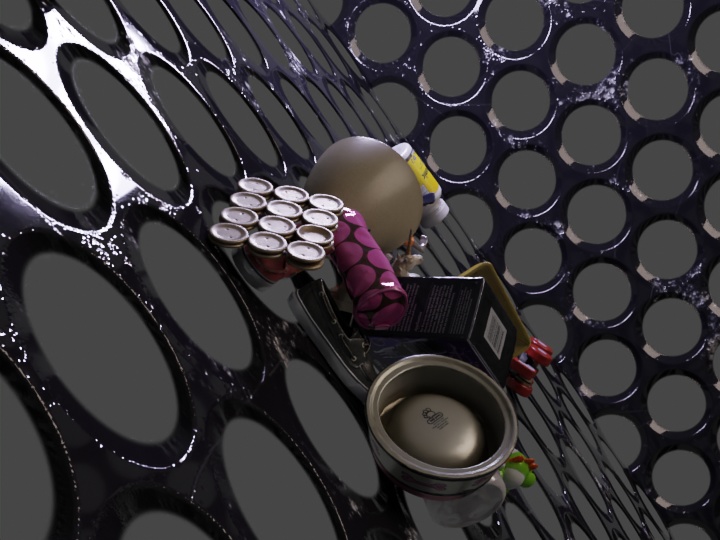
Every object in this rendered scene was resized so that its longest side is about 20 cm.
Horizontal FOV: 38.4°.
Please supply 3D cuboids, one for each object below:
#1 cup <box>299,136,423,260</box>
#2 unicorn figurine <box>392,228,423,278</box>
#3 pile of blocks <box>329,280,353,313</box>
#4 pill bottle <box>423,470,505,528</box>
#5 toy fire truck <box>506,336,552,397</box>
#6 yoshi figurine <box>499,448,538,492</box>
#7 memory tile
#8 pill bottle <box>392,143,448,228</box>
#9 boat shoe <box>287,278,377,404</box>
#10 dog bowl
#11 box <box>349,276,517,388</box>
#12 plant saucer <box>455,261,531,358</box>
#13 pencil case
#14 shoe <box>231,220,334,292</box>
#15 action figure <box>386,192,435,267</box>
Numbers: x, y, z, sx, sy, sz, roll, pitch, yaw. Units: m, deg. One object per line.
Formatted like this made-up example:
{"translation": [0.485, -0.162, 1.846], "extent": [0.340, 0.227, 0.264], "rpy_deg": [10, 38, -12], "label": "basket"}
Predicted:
{"translation": [-0.019, -0.093, 1.643], "extent": [0.201, 0.200, 0.143], "rpy_deg": [54, 38, -6], "label": "cup"}
{"translation": [0.076, 0.023, 1.706], "extent": [0.136, 0.200, 0.075], "rpy_deg": [17, 57, -33], "label": "unicorn figurine"}
{"translation": [-0.003, 0.030, 1.592], "extent": [0.200, 0.062, 0.083], "rpy_deg": [29, 75, -68], "label": "pile of blocks"}
{"translation": [0.118, 0.244, 1.434], "extent": [0.112, 0.112, 0.201], "rpy_deg": [43, 18, -44], "label": "pill bottle"}
{"translation": [0.356, 0.200, 2.445], "extent": [0.167, 0.113, 0.200], "rpy_deg": [33, 11, 6], "label": "toy fire truck"}
{"translation": [0.191, 0.315, 1.627], "extent": [0.199, 0.113, 0.111], "rpy_deg": [26, -11, -38], "label": "yoshi figurine"}
{"translation": [-0.104, -0.063, 1.334], "extent": [0.152, 0.017, 0.200], "rpy_deg": [13, 28, 2], "label": "memory tile"}
{"translation": [0.129, -0.203, 2.538], "extent": [0.200, 0.111, 0.112], "rpy_deg": [51, 14, -21], "label": "pill bottle"}
{"translation": [-0.020, 0.099, 1.402], "extent": [0.201, 0.056, 0.069], "rpy_deg": [52, 13, -15], "label": "boat shoe"}
{"translation": [0.099, 0.207, 1.331], "extent": [0.074, 0.198, 0.201], "rpy_deg": [101, -24, -43], "label": "dog bowl"}
{"translation": [0.106, 0.089, 1.502], "extent": [0.148, 0.198, 0.105], "rpy_deg": [50, 49, -45], "label": "box"}
{"translation": [0.156, 0.097, 1.689], "extent": [0.201, 0.199, 0.049], "rpy_deg": [58, 0, -33], "label": "plant saucer"}
{"translation": [0.000, 0.000, 1.450], "extent": [0.201, 0.090, 0.094], "rpy_deg": [-116, -151, -47], "label": "pencil case"}
{"translation": [-0.097, -0.030, 1.360], "extent": [0.072, 0.091, 0.200], "rpy_deg": [56, 13, 5], "label": "shoe"}
{"translation": [0.054, -0.060, 1.807], "extent": [0.193, 0.198, 0.106], "rpy_deg": [35, 44, -55], "label": "action figure"}
